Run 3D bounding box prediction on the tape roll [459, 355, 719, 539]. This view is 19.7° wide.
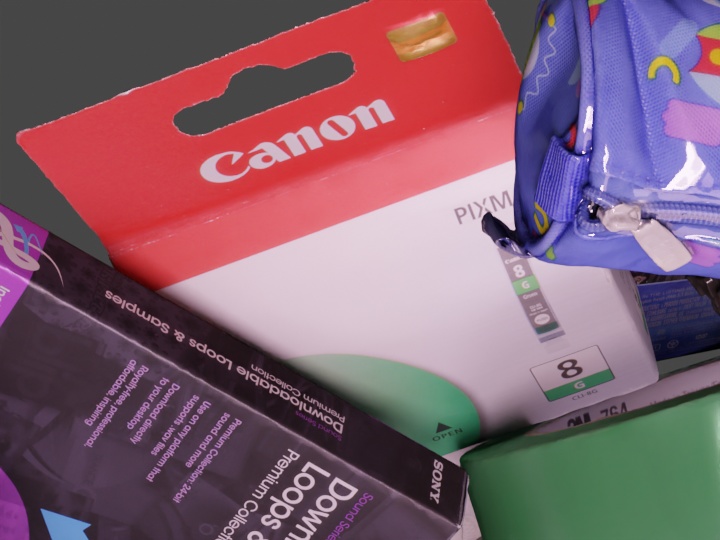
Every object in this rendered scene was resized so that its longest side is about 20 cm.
[{"bbox_3d":[0.136,0.058,0.744,0.199,0.049,0.200,-18,177,-1],"label":"tape roll"}]

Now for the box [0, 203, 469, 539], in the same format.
[{"bbox_3d":[-0.083,0.075,0.709,0.199,0.036,0.143,29,123,-14],"label":"box"}]

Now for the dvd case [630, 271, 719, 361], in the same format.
[{"bbox_3d":[0.126,-0.034,0.759,0.142,0.018,0.201,-10,141,-13],"label":"dvd case"}]

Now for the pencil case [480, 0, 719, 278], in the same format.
[{"bbox_3d":[0.137,-0.029,0.568,0.198,0.087,0.078,9,134,-5],"label":"pencil case"}]

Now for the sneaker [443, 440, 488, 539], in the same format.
[{"bbox_3d":[-0.002,0.115,0.818,0.199,0.089,0.076,-14,140,-10],"label":"sneaker"}]

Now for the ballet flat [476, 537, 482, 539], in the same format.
[{"bbox_3d":[0.060,0.180,0.934,0.070,0.071,0.201,-20,138,-2],"label":"ballet flat"}]

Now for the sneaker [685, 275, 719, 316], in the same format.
[{"bbox_3d":[0.127,-0.078,0.652,0.085,0.078,0.201,-28,127,-12],"label":"sneaker"}]

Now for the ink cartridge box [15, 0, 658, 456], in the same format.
[{"bbox_3d":[0.000,0.000,0.700,0.160,0.050,0.200,-20,145,12],"label":"ink cartridge box"}]
